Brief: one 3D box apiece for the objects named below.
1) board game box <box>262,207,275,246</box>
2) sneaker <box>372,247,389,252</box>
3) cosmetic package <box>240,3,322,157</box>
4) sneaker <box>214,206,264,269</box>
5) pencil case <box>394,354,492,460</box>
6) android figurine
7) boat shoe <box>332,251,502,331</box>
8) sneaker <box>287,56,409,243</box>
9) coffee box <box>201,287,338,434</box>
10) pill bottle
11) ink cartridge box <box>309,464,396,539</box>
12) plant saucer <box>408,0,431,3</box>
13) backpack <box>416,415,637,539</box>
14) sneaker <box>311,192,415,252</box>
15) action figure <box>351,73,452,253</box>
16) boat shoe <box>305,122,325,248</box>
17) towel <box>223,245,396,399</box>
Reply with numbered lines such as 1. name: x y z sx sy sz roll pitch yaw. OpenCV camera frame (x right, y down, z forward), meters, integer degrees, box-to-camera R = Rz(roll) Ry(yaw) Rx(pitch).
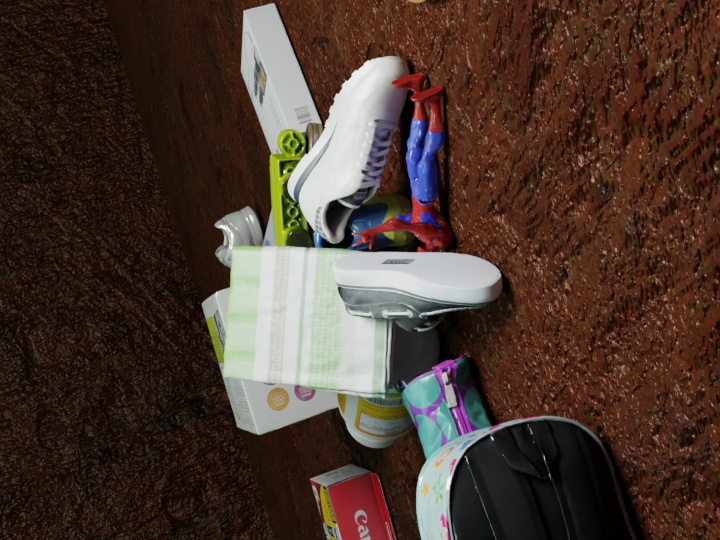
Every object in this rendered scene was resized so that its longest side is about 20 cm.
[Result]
1. board game box: -0.103 0.014 1.805 0.200 0.040 0.203 118 134 -69
2. sneaker: 0.000 0.000 1.397 0.200 0.077 0.097 156 118 -74
3. cosmetic package: -0.114 -0.243 1.562 0.151 0.051 0.203 104 147 -67
4. sneaker: -0.216 -0.013 2.081 0.075 0.098 0.204 -163 56 -69
5. pencil case: 0.109 0.192 1.140 0.093 0.084 0.203 92 157 -66
6. android figurine: -0.083 -0.076 1.337 0.200 0.040 0.186 -135 41 -80
7. boat shoe: 0.055 0.026 1.081 0.197 0.071 0.069 3 114 40
8. sneaker: 0.002 -0.123 1.136 0.202 0.075 0.081 -60 44 30
9. coffee box: -0.096 0.104 1.571 0.200 0.196 0.201 158 94 -74
10. pill bottle: 0.028 0.132 1.318 0.201 0.109 0.112 98 151 -58
11. ink cartridge box: -0.002 0.426 1.790 0.175 0.082 0.204 159 96 -75
12. plant saucer: 0.032 -0.334 0.969 0.200 0.032 0.204 163 91 -75
13. backpack: 0.134 0.224 0.915 0.150 0.175 0.204 153 104 -70
14. sneaker: -0.026 -0.051 1.256 0.199 0.104 0.077 -5 100 58
15. action figure: 0.039 -0.080 1.095 0.065 0.097 0.203 -132 26 -53
16. boat shoe: -0.034 -0.099 1.376 0.202 0.066 0.073 95 171 -51
17. towel: -0.053 0.051 1.194 0.031 0.196 0.152 11 -96 -67
